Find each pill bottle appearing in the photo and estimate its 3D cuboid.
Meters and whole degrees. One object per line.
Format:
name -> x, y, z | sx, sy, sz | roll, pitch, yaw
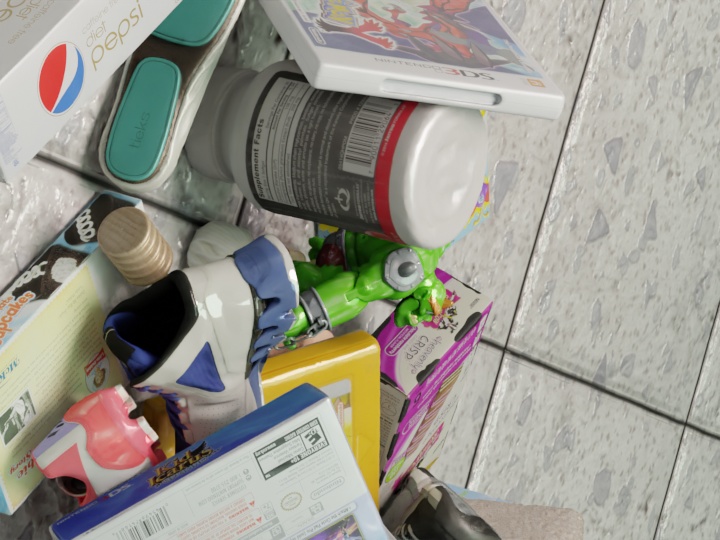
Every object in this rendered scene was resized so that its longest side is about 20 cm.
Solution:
pill bottle -> -0.021, -0.087, 1.629 | 0.111, 0.200, 0.111 | -31, 128, -50

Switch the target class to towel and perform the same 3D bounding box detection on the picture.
towel -> 0.083, 0.236, 1.925 | 0.133, 0.199, 0.035 | -75, 166, -54

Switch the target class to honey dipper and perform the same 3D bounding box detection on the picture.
honey dipper -> -0.127, 0.021, 1.592 | 0.038, 0.038, 0.200 | -64, 154, -20

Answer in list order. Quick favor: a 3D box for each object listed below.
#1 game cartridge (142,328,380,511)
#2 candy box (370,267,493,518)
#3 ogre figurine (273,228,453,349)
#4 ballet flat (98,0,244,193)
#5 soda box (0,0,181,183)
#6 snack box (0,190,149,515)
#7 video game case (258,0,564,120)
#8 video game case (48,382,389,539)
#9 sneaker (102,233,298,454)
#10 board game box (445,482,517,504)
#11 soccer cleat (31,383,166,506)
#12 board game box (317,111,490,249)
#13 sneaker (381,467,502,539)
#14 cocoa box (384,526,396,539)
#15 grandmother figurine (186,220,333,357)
game cartridge -> -0.074, 0.150, 1.729 | 0.200, 0.032, 0.177 | -19, 123, -30
candy box -> 0.029, 0.113, 1.874 | 0.136, 0.061, 0.200 | -46, 161, -41
ogre figurine -> 0.000, 0.000, 1.687 | 0.200, 0.120, 0.098 | 11, 61, -71
ballet flat -> -0.123, -0.146, 1.580 | 0.069, 0.069, 0.200 | 26, 83, -60
soda box -> -0.194, -0.144, 1.442 | 0.200, 0.068, 0.064 | -51, 142, -36
snack box -> -0.201, 0.053, 1.545 | 0.200, 0.037, 0.116 | -50, 142, -38
video game case -> 0.026, -0.167, 1.614 | 0.182, 0.200, 0.023 | 6, 117, -22
video game case -> -0.080, 0.200, 1.540 | 0.200, 0.045, 0.182 | -28, 112, -15
sneaker -> -0.121, 0.061, 1.558 | 0.115, 0.081, 0.200 | -8, 136, -27
board game box -> 0.056, 0.254, 1.973 | 0.200, 0.134, 0.034 | -41, 136, -46
soccer cleat -> -0.166, 0.137, 1.570 | 0.076, 0.067, 0.200 | -31, 157, -7
board game box -> 0.031, -0.122, 1.801 | 0.105, 0.103, 0.200 | -37, 132, -48
sneaker -> 0.042, 0.222, 1.812 | 0.116, 0.075, 0.200 | -47, -176, -3
cocoa box -> -0.078, 0.250, 1.663 | 0.200, 0.133, 0.132 | -12, 118, -22
grandmother figurine -> -0.073, 0.032, 1.743 | 0.200, 0.060, 0.121 | 56, 32, -49
